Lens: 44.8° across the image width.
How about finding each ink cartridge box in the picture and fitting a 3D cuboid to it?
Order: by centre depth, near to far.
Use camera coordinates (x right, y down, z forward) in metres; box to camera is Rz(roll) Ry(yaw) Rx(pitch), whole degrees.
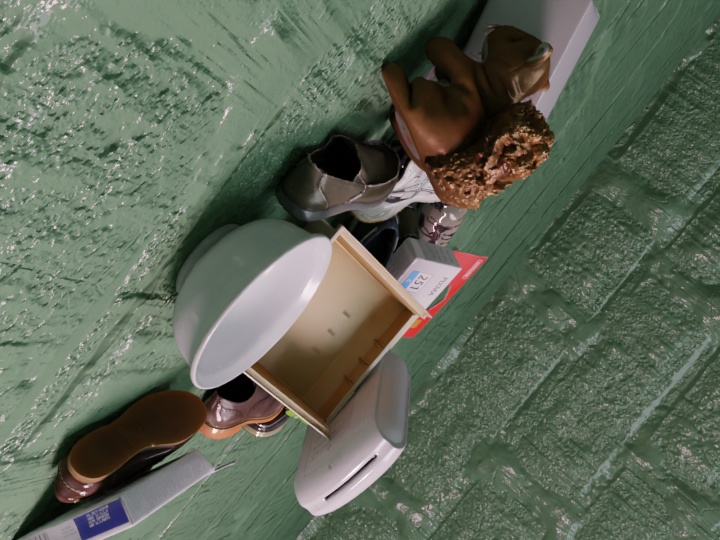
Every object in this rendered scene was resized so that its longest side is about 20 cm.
[{"bbox_3d":[-0.277,0.273,1.038,0.198,0.041,0.199,-28,176,26],"label":"ink cartridge box"},{"bbox_3d":[0.080,0.046,1.294,0.174,0.045,0.201,10,132,-39],"label":"ink cartridge box"}]

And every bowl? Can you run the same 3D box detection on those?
[{"bbox_3d":[-0.127,0.017,0.903,0.201,0.090,0.202,-46,166,-15],"label":"bowl"}]

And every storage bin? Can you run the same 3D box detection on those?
[{"bbox_3d":[-0.043,0.071,1.079,0.201,0.198,0.094,-49,-150,-4],"label":"storage bin"}]

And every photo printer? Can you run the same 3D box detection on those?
[{"bbox_3d":[-0.009,0.213,1.133,0.166,0.069,0.201,-43,-165,21],"label":"photo printer"}]

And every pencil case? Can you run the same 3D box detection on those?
[{"bbox_3d":[0.131,-0.084,1.458,0.089,0.078,0.201,-3,134,-44],"label":"pencil case"}]

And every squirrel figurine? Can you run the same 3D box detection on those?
[{"bbox_3d":[0.143,-0.176,0.979,0.185,0.202,0.142,-27,157,-2],"label":"squirrel figurine"}]

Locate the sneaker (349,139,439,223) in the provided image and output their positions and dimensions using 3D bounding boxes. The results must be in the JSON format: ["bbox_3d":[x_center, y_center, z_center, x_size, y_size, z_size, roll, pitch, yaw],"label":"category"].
[{"bbox_3d":[0.073,-0.130,1.105,0.198,0.076,0.088,-28,150,-16],"label":"sneaker"}]

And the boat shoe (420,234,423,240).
[{"bbox_3d":[0.044,0.001,1.433,0.072,0.066,0.201,-30,155,-53],"label":"boat shoe"}]

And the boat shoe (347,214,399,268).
[{"bbox_3d":[0.000,0.000,1.183,0.074,0.062,0.201,16,124,-26],"label":"boat shoe"}]

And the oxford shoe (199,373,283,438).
[{"bbox_3d":[-0.154,0.178,1.271,0.199,0.071,0.074,-26,148,-58],"label":"oxford shoe"}]

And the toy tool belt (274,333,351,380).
[{"bbox_3d":[-0.091,0.115,1.233,0.122,0.126,0.200,-33,-174,-13],"label":"toy tool belt"}]

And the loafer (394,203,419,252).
[{"bbox_3d":[0.041,-0.014,1.308,0.074,0.070,0.202,-4,139,-18],"label":"loafer"}]

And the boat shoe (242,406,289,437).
[{"bbox_3d":[-0.129,0.199,1.412,0.065,0.073,0.200,-62,171,26],"label":"boat shoe"}]

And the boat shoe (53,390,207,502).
[{"bbox_3d":[-0.263,0.200,1.001,0.199,0.071,0.071,-20,152,-51],"label":"boat shoe"}]

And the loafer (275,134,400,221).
[{"bbox_3d":[-0.010,-0.110,0.971,0.199,0.075,0.070,-31,161,-51],"label":"loafer"}]

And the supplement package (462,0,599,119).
[{"bbox_3d":[0.196,-0.257,1.089,0.202,0.116,0.117,-63,163,13],"label":"supplement package"}]

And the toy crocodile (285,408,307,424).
[{"bbox_3d":[-0.054,0.185,1.302,0.199,0.062,0.068,-21,-148,53],"label":"toy crocodile"}]
